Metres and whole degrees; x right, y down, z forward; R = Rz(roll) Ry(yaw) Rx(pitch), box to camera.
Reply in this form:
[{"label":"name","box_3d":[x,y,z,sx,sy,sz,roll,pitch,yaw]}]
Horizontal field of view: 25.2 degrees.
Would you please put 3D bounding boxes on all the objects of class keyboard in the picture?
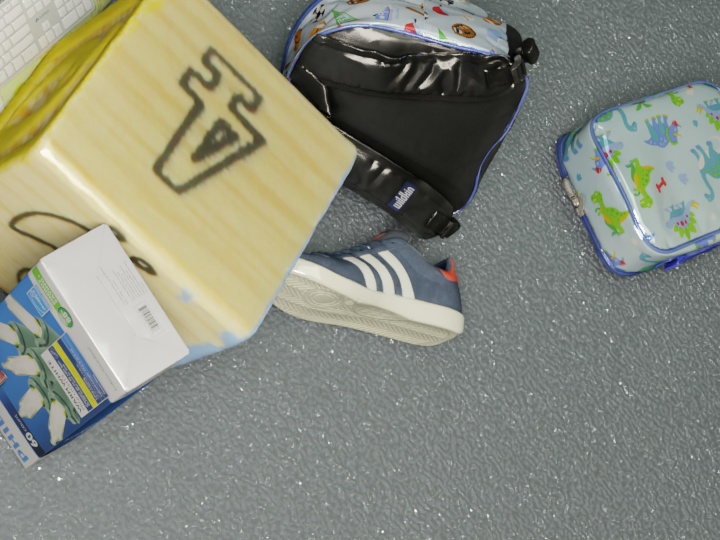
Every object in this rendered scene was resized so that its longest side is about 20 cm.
[{"label":"keyboard","box_3d":[-0.272,-0.166,1.204,0.200,0.011,0.056,-48,134,-33]}]

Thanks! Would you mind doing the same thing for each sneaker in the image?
[{"label":"sneaker","box_3d":[0.000,0.000,1.335,0.199,0.075,0.085,19,63,-35]}]

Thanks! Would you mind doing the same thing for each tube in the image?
[{"label":"tube","box_3d":[-0.251,-0.189,1.271,0.058,0.052,0.200,43,54,-13]}]

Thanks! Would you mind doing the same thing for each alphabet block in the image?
[{"label":"alphabet block","box_3d":[-0.158,-0.063,1.171,0.200,0.195,0.197,43,53,-20]}]

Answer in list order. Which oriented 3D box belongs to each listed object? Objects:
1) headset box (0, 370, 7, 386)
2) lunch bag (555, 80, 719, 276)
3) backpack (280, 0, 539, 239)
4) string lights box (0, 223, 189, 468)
[{"label":"headset box","box_3d":[-0.352,0.076,1.085,0.200,0.077,0.149,45,55,-9]},{"label":"lunch bag","box_3d":[0.291,-0.085,1.538,0.199,0.082,0.161,-20,80,-35]},{"label":"backpack","box_3d":[0.026,-0.153,1.347,0.190,0.201,0.154,13,33,-18]},{"label":"string lights box","box_3d":[-0.203,0.057,1.106,0.059,0.200,0.103,-32,88,-37]}]
